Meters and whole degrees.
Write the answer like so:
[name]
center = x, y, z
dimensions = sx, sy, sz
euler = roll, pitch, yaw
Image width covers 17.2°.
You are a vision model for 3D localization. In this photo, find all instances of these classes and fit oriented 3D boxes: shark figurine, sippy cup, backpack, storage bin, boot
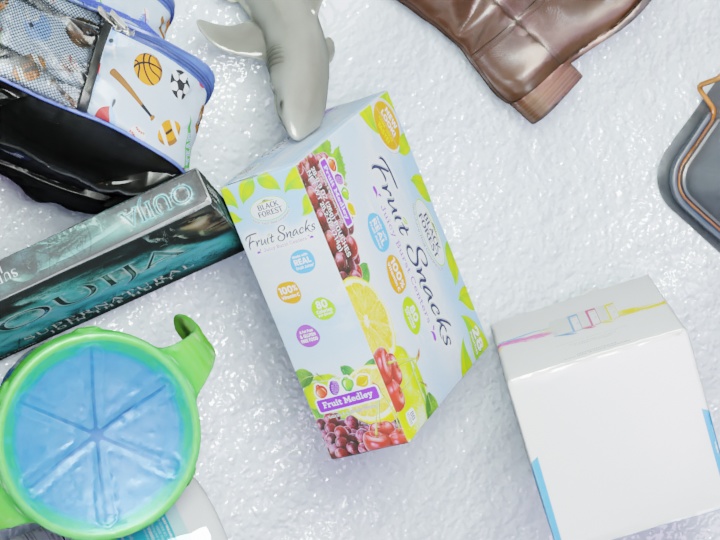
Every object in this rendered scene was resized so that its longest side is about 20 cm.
[shark figurine]
center = -0.067, -0.200, 1.594
dimensions = 0.215, 0.089, 0.128
euler = 50, 38, 3
[sippy cup]
center = -0.185, 0.100, 1.568
dimensions = 0.177, 0.130, 0.140
euler = -1, 95, -18
[backpack]
center = -0.193, -0.118, 1.527
dimensions = 0.190, 0.200, 0.155
euler = 30, 73, -21
[storage bin]
center = 0.325, -0.106, 1.711
dimensions = 0.145, 0.134, 0.200
euler = 40, 82, -17
[boot]
center = 0.106, -0.233, 1.671
dimensions = 0.200, 0.064, 0.187
euler = 42, 80, -12

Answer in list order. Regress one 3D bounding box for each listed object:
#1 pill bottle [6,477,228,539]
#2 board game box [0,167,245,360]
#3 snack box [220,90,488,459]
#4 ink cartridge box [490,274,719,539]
[pill bottle]
center = -0.186, 0.219, 1.590
dimensions = 0.199, 0.111, 0.111
euler = -22, 101, -14
[board game box]
center = -0.177, 0.001, 1.535
dimensions = 0.199, 0.135, 0.028
euler = -25, 77, 3
[snack box]
center = 0.000, 0.000, 1.602
dimensions = 0.067, 0.169, 0.201
euler = -15, 103, 27
[ink cartridge box]
center = 0.170, 0.094, 1.658
dimensions = 0.125, 0.200, 0.129
euler = -17, 101, 2
